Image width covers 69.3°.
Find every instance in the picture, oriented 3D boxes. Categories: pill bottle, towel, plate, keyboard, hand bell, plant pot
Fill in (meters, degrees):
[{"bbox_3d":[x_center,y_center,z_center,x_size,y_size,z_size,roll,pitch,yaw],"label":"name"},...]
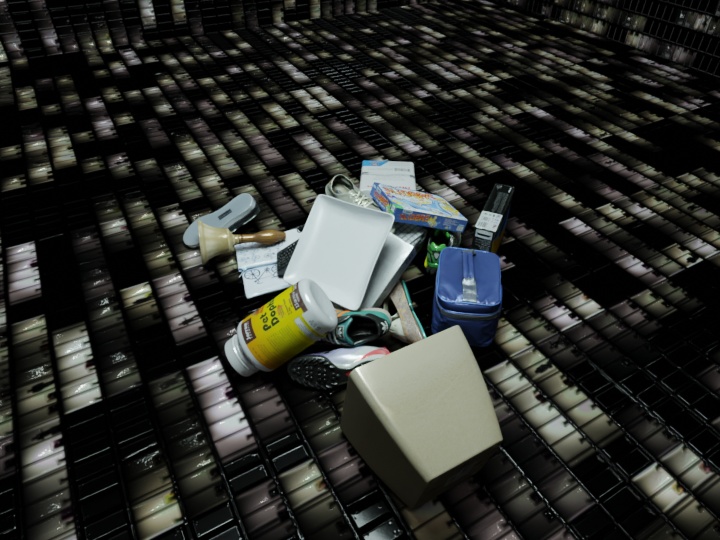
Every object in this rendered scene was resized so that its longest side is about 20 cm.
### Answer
[{"bbox_3d":[-0.148,0.109,0.953,0.199,0.109,0.110,-34,42,11],"label":"pill bottle"},{"bbox_3d":[0.034,-0.062,1.208,0.165,0.086,0.200,40,62,19],"label":"towel"},{"bbox_3d":[-0.042,-0.039,1.054,0.198,0.032,0.202,20,84,31],"label":"plate"},{"bbox_3d":[-0.109,-0.077,1.154,0.199,0.021,0.128,-30,40,21],"label":"keyboard"},{"bbox_3d":[-0.273,-0.075,1.216,0.198,0.105,0.105,-7,41,-16],"label":"hand bell"},{"bbox_3d":[0.099,0.240,0.807,0.198,0.201,0.178,-18,55,-22],"label":"plant pot"}]

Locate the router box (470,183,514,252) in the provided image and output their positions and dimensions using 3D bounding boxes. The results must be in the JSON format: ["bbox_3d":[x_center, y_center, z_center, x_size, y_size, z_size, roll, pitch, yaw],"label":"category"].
[{"bbox_3d":[0.303,-0.088,1.215,0.051,0.150,0.200,16,43,18],"label":"router box"}]

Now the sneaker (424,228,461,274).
[{"bbox_3d":[0.205,-0.080,1.252,0.077,0.086,0.201,10,40,10],"label":"sneaker"}]

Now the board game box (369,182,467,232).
[{"bbox_3d":[0.135,-0.147,1.215,0.198,0.035,0.136,6,30,-28],"label":"board game box"}]

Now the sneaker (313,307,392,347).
[{"bbox_3d":[-0.042,0.109,0.995,0.198,0.072,0.080,-9,4,13],"label":"sneaker"}]

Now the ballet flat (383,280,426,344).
[{"bbox_3d":[0.085,0.100,1.067,0.067,0.068,0.201,-21,36,3],"label":"ballet flat"}]

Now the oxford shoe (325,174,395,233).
[{"bbox_3d":[-0.002,-0.146,1.173,0.200,0.058,0.075,42,59,16],"label":"oxford shoe"}]

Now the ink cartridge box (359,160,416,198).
[{"bbox_3d":[0.072,-0.219,1.396,0.145,0.087,0.201,3,35,2],"label":"ink cartridge box"}]

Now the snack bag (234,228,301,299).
[{"bbox_3d":[-0.192,-0.021,1.204,0.186,0.022,0.201,-14,42,-8],"label":"snack bag"}]

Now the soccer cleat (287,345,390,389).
[{"bbox_3d":[-0.037,0.175,0.974,0.197,0.069,0.073,-2,21,-3],"label":"soccer cleat"}]

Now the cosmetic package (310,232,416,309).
[{"bbox_3d":[0.000,0.000,1.090,0.150,0.052,0.201,34,84,20],"label":"cosmetic package"}]

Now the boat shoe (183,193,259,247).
[{"bbox_3d":[-0.340,-0.113,1.288,0.199,0.068,0.074,-38,61,-6],"label":"boat shoe"}]

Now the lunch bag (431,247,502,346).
[{"bbox_3d":[0.222,0.038,1.078,0.134,0.133,0.201,6,41,5],"label":"lunch bag"}]
